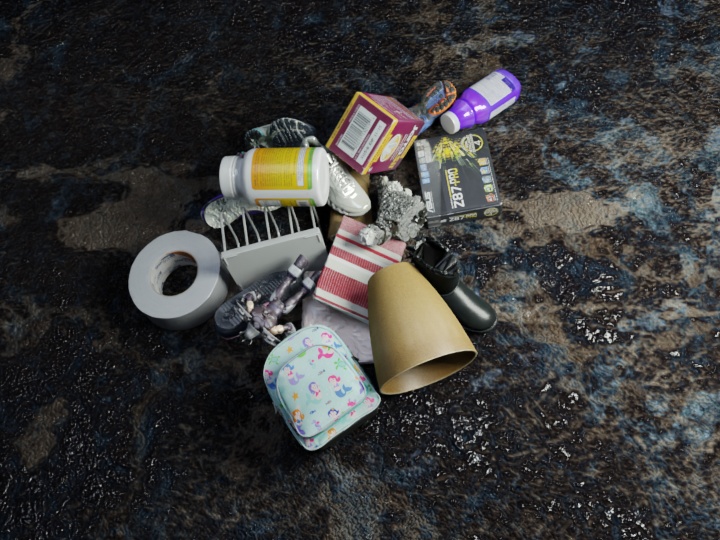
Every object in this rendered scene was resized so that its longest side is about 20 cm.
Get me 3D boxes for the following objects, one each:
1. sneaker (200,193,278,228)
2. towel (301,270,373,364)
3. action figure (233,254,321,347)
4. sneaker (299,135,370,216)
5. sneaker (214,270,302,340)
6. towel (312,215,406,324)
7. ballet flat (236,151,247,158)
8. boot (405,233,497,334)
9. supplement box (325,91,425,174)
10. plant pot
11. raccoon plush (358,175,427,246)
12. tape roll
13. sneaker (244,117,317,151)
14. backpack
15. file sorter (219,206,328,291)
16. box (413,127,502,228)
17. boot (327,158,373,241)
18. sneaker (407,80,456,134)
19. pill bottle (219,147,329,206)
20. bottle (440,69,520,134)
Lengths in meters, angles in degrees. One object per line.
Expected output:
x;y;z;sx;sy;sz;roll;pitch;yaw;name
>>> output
-0.259;-0.152;1.485;0.198;0.071;0.099;-21;16;-25;sneaker
-0.025;0.091;1.352;0.188;0.032;0.203;-3;63;6;towel
-0.154;0.067;1.300;0.130;0.069;0.200;44;66;0;action figure
-0.056;-0.191;1.386;0.200;0.081;0.075;44;65;7;sneaker
-0.205;0.070;1.369;0.198;0.082;0.070;-28;66;-24;sneaker
0.000;0.000;1.339;0.142;0.023;0.202;23;59;-5;towel
-0.246;-0.217;1.465;0.069;0.200;0.072;36;89;-15;ballet flat
0.173;0.026;1.280;0.198;0.163;0.073;38;74;23;boot
0.034;-0.282;1.408;0.103;0.200;0.132;38;113;12;supplement box
0.089;0.094;1.233;0.184;0.187;0.202;-20;69;-2;plant pot
0.042;-0.130;1.374;0.199;0.098;0.134;-11;39;-45;raccoon plush
-0.378;0.020;1.422;0.197;0.066;0.203;-4;64;7;tape roll
-0.167;-0.307;1.513;0.198;0.079;0.086;4;28;38;sneaker
-0.078;0.204;1.227;0.176;0.151;0.201;-33;70;-6;backpack
-0.174;-0.065;1.393;0.197;0.139;0.126;-14;59;2;file sorter
0.205;-0.198;1.450;0.159;0.049;0.203;-10;63;8;box
-0.054;-0.156;1.445;0.172;0.066;0.203;4;64;-5;boot
0.132;-0.337;1.521;0.199;0.078;0.076;-33;81;10;sneaker
-0.165;-0.180;1.316;0.197;0.111;0.113;1;64;8;pill bottle
0.261;-0.367;1.498;0.199;0.066;0.084;-37;65;-22;bottle
